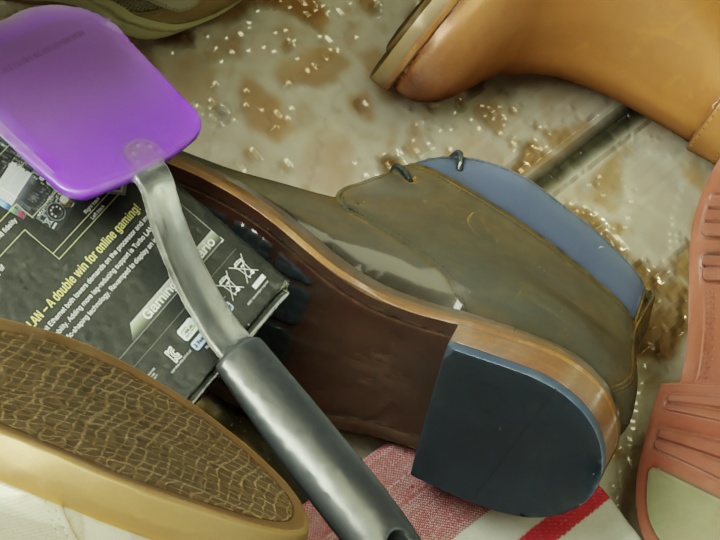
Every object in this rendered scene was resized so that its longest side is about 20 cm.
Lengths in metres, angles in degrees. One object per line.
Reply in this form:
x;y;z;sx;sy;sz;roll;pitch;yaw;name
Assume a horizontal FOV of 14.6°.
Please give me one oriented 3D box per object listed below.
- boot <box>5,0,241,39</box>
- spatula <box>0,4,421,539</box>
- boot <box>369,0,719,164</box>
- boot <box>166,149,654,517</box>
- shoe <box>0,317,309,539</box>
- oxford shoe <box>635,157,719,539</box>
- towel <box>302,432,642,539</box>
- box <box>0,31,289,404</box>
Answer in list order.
-0.027;-0.128;0.852;0.200;0.154;0.072;-4;78;-65;boot
-0.041;0.007;0.784;0.056;0.021;0.200;-32;85;-36;spatula
0.108;-0.067;0.983;0.200;0.077;0.155;-34;87;-42;boot
0.000;0.000;0.893;0.200;0.075;0.097;30;36;8;boot
-0.109;0.046;0.719;0.199;0.053;0.070;21;24;-20;shoe
0.151;0.013;0.937;0.074;0.071;0.201;31;78;-44;oxford shoe
0.056;0.142;0.869;0.144;0.023;0.200;-33;83;-35;towel
-0.146;0.031;0.787;0.164;0.086;0.200;40;54;-2;box
